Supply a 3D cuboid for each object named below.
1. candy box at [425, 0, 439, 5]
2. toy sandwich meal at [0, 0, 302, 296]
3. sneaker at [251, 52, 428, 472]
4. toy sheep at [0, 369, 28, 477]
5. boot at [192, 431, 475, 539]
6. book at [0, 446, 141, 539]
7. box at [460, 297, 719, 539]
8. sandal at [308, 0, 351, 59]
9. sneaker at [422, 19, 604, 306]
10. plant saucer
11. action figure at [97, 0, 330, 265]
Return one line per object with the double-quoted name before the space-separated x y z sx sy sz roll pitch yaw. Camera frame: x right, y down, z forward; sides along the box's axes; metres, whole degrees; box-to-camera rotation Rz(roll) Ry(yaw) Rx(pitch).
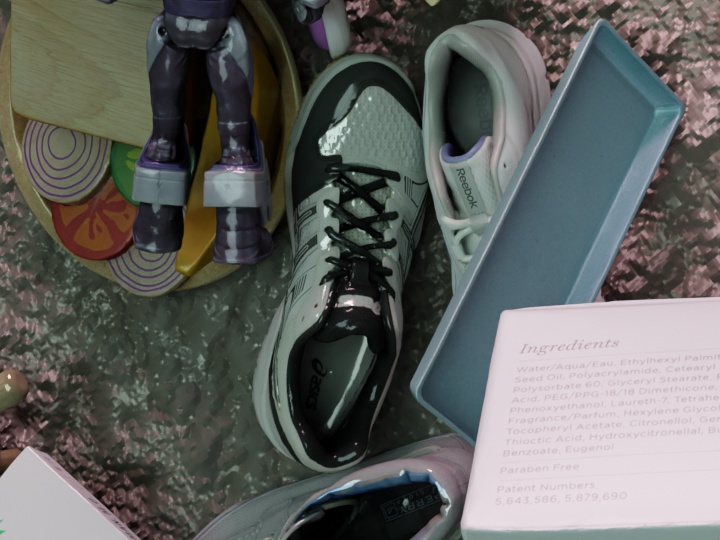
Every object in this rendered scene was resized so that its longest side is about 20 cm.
"candy box" -0.018 -0.221 0.879 0.055 0.116 0.200 -41 107 16
"toy sandwich meal" -0.116 -0.084 0.966 0.203 0.070 0.207 6 105 25
"sneaker" 0.000 0.000 0.918 0.075 0.088 0.202 5 101 -14
"toy sheep" -0.250 0.102 1.005 0.199 0.138 0.139 -36 77 18
"boot" -0.028 0.133 0.935 0.199 0.095 0.074 -29 79 19
"book" -0.130 0.201 0.941 0.199 0.048 0.134 37 89 21
"box" 0.160 0.124 0.785 0.198 0.131 0.200 -4 128 17
"sandal" -0.053 -0.187 0.956 0.049 0.083 0.204 -20 70 1
"sneaker" 0.061 -0.021 0.906 0.074 0.087 0.202 -17 85 19
"plant saucer" 0.084 -0.012 0.866 0.019 0.070 0.201 0 57 52
"action figure" -0.073 -0.106 0.863 0.129 0.069 0.202 7 111 11
